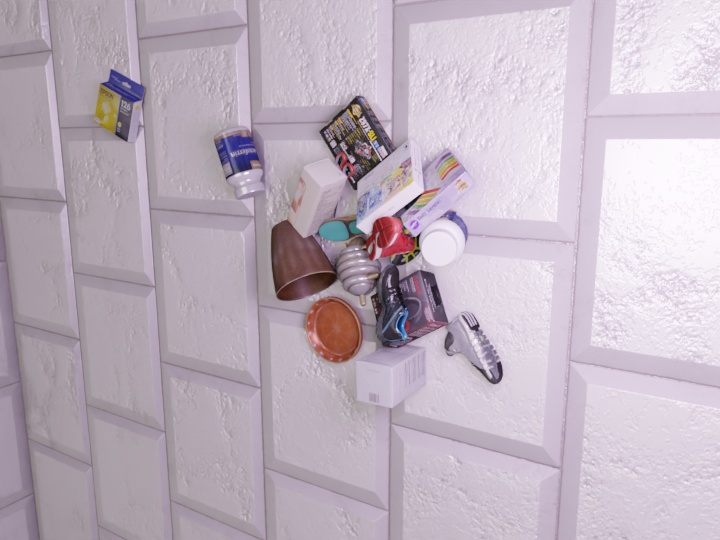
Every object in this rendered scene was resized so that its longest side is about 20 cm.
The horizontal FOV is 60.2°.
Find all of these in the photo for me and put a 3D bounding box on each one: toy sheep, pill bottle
[{"bbox_3d":[0.000,0.000,1.711,0.137,0.137,0.202,-23,59,34],"label":"toy sheep"},{"bbox_3d":[0.202,-0.077,1.512,0.110,0.200,0.112,4,107,13],"label":"pill bottle"},{"bbox_3d":[-0.363,-0.324,1.886,0.115,0.115,0.202,-17,91,34],"label":"pill bottle"}]

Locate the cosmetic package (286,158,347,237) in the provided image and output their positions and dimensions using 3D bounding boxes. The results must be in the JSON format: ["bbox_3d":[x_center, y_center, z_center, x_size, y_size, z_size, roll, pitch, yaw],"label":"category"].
[{"bbox_3d":[-0.124,-0.200,1.732,0.087,0.103,0.201,47,138,19],"label":"cosmetic package"}]

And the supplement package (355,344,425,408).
[{"bbox_3d":[0.086,0.276,1.670,0.113,0.199,0.111,6,102,32],"label":"supplement package"}]

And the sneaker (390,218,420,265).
[{"bbox_3d":[0.133,-0.103,1.650,0.076,0.075,0.201,43,114,35],"label":"sneaker"}]

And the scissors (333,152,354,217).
[{"bbox_3d":[-0.064,-0.238,1.735,0.073,0.014,0.201,47,140,20],"label":"scissors"}]

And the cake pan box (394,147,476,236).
[{"bbox_3d":[0.172,-0.191,1.512,0.200,0.185,0.052,-40,113,16],"label":"cake pan box"}]

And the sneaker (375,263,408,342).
[{"bbox_3d":[0.091,0.085,1.604,0.081,0.073,0.202,3,93,38],"label":"sneaker"}]

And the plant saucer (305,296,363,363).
[{"bbox_3d":[-0.076,0.176,1.855,0.199,0.032,0.202,8,105,31],"label":"plant saucer"}]

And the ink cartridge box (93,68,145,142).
[{"bbox_3d":[-0.852,-0.581,2.189,0.197,0.047,0.201,30,117,25],"label":"ink cartridge box"}]

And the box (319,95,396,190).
[{"bbox_3d":[-0.004,-0.345,1.692,0.159,0.049,0.201,-36,80,30],"label":"box"}]

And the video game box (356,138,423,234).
[{"bbox_3d":[0.072,-0.214,1.573,0.047,0.183,0.200,35,127,-27],"label":"video game box"}]

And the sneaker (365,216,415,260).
[{"bbox_3d":[0.091,-0.089,1.545,0.200,0.115,0.079,139,118,-67],"label":"sneaker"}]

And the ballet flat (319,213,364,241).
[{"bbox_3d":[-0.024,-0.125,1.741,0.199,0.065,0.071,-4,113,33],"label":"ballet flat"}]

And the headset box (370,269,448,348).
[{"bbox_3d":[0.136,0.100,1.653,0.199,0.075,0.150,-29,63,33],"label":"headset box"}]

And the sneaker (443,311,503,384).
[{"bbox_3d":[0.284,0.216,1.617,0.115,0.075,0.201,-38,69,37],"label":"sneaker"}]

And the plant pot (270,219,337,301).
[{"bbox_3d":[-0.186,-0.042,1.810,0.186,0.186,0.201,-33,67,33],"label":"plant pot"}]
